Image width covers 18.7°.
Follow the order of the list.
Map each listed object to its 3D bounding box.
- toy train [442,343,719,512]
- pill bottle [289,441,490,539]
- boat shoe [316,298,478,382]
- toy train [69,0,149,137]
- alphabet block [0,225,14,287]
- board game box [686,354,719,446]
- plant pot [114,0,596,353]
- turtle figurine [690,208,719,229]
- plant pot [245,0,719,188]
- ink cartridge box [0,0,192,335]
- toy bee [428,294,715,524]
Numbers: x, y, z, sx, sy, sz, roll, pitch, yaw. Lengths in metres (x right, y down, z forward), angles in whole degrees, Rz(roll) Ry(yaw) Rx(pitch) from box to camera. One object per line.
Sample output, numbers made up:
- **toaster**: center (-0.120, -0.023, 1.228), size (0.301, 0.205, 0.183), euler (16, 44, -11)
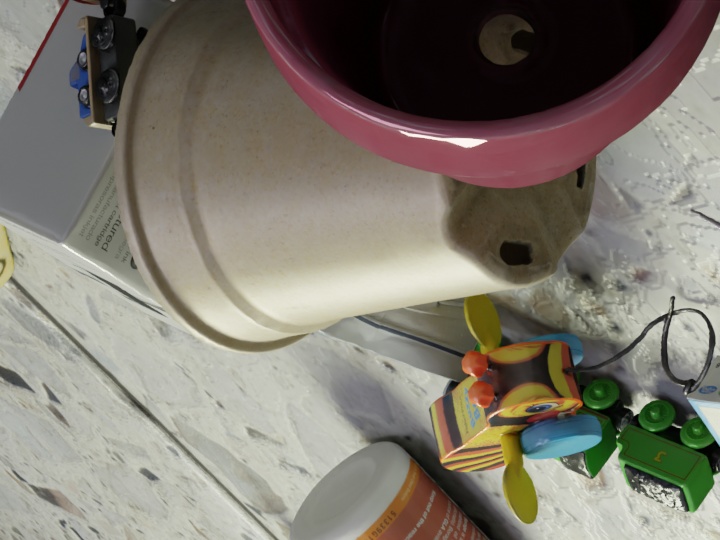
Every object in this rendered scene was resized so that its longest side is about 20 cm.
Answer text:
- **toy train**: center (0.132, 0.092, 1.322), size (0.200, 0.056, 0.042), euler (20, 150, 37)
- **pill bottle**: center (0.050, 0.231, 1.617), size (0.200, 0.112, 0.112), euler (47, 155, -16)
- **boat shoe**: center (0.004, 0.001, 1.273), size (0.202, 0.086, 0.075), euler (21, 178, -39)
- **toy train**: center (-0.137, -0.162, 1.137), size (0.046, 0.200, 0.034), euler (-19, 161, 41)
- **alphabet block**: center (-0.421, -0.021, 1.757), size (0.196, 0.200, 0.195), euler (33, 155, 14)
- **board game box**: center (0.282, 0.132, 1.198), size (0.134, 0.034, 0.200), euler (5, 139, 53)
- **plant pot**: center (0.011, -0.056, 1.104), size (0.183, 0.201, 0.201), euler (0, 136, 40)
- **turtle figurine**: center (0.234, -0.042, 0.884), size (0.200, 0.101, 0.150), euler (14, 164, 18)
- **plant pot**: center (0.056, -0.121, 0.915), size (0.200, 0.200, 0.179), euler (33, 171, 16)
- **ink cartridge box**: center (-0.111, -0.056, 1.237), size (0.084, 0.145, 0.200), euler (24, 173, 31)
- **toy bee**: center (0.087, 0.062, 1.232), size (0.200, 0.109, 0.131), euler (-57, 45, 37)
